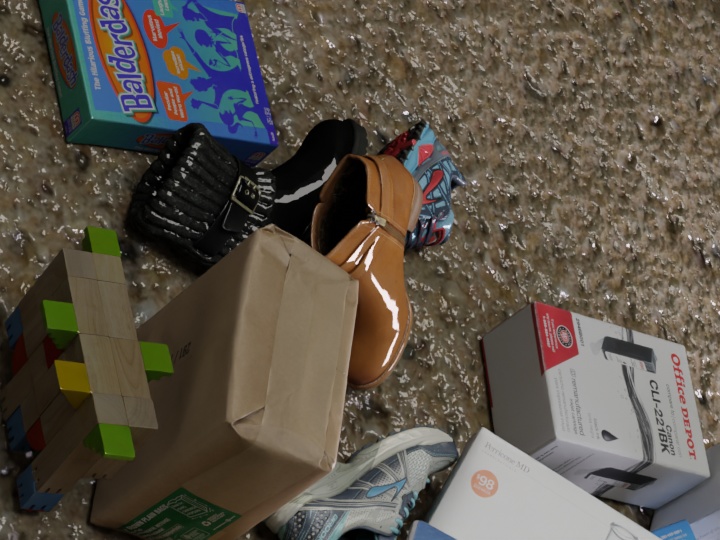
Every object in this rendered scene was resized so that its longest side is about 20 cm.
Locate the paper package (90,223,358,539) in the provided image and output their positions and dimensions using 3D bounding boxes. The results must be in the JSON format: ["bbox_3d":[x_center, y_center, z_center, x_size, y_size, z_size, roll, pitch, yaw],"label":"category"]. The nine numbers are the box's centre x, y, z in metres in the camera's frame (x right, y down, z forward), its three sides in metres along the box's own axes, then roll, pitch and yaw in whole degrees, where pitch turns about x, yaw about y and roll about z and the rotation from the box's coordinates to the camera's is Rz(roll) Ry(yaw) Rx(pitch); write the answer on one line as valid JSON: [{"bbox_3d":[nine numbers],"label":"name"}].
[{"bbox_3d":[-0.103,0.100,1.598,0.103,0.200,0.191,29,47,-25],"label":"paper package"}]

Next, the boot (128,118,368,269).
[{"bbox_3d":[-0.093,-0.083,1.796,0.158,0.079,0.212,37,57,-18],"label":"boot"}]

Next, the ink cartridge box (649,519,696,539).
[{"bbox_3d":[0.266,0.340,1.859,0.146,0.086,0.201,-12,70,-45],"label":"ink cartridge box"}]

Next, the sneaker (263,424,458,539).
[{"bbox_3d":[0.009,0.194,1.730,0.199,0.078,0.087,-19,71,-37],"label":"sneaker"}]

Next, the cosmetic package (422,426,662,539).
[{"bbox_3d":[0.146,0.250,1.763,0.199,0.052,0.151,32,65,-1],"label":"cosmetic package"}]

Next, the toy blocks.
[{"bbox_3d":[-0.219,0.086,1.561,0.100,0.137,0.201,9,51,-35],"label":"toy blocks"}]

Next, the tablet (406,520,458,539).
[{"bbox_3d":[0.122,0.272,1.666,0.199,0.014,0.130,28,18,-1],"label":"tablet"}]

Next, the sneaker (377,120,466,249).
[{"bbox_3d":[0.048,-0.056,1.928,0.096,0.079,0.200,45,43,-13],"label":"sneaker"}]

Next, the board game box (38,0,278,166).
[{"bbox_3d":[-0.176,-0.176,1.829,0.199,0.045,0.153,5,61,-40],"label":"board game box"}]

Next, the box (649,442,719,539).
[{"bbox_3d":[0.392,0.261,1.995,0.200,0.124,0.098,39,44,-17],"label":"box"}]

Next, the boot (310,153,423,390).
[{"bbox_3d":[0.000,0.000,1.763,0.155,0.076,0.201,16,92,-72],"label":"boot"}]

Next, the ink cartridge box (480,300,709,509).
[{"bbox_3d":[0.221,0.128,1.958,0.199,0.084,0.145,17,53,-35],"label":"ink cartridge box"}]
